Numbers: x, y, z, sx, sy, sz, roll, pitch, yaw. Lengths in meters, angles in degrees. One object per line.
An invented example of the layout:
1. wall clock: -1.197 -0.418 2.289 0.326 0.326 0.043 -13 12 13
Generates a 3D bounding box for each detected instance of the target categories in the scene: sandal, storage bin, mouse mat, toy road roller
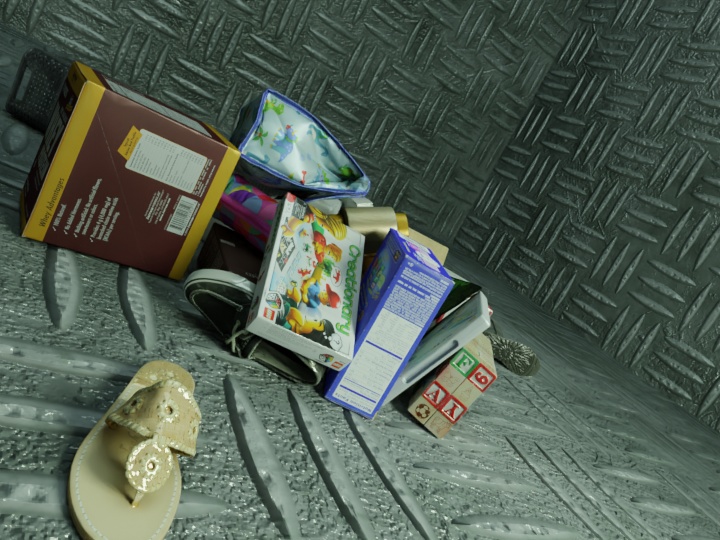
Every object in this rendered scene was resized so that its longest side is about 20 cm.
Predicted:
1. sandal: -0.155 0.106 0.420 0.077 0.070 0.212 25 12 -16
2. storage bin: -0.601 -0.354 1.136 0.093 0.136 0.200 28 11 -3
3. mouse mat: 0.085 0.063 0.913 0.008 0.198 0.161 65 -14 -16
4. toy road roller: 0.000 0.000 0.884 0.121 0.148 0.200 -3 -21 -16

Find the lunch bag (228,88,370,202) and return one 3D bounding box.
1. lunch bag: -0.098 -0.167 0.849 0.198 0.129 0.170 24 0 -25

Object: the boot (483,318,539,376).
1. boot: 0.348 0.180 1.380 0.180 0.073 0.200 32 5 5

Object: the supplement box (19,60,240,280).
1. supplement box: -0.302 -0.124 0.726 0.198 0.199 0.133 20 14 -39

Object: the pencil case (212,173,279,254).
1. pencil case: -0.139 -0.069 0.822 0.199 0.089 0.088 32 12 30

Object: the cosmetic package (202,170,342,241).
1. cosmetic package: -0.160 -0.097 1.040 0.198 0.167 0.165 28 12 -1

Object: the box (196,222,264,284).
1. box: -0.172 0.008 0.801 0.099 0.076 0.200 23 15 -28

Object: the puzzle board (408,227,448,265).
1. puzzle board: 0.070 0.023 1.027 0.149 0.203 0.017 24 -6 -26

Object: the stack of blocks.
1. stack of blocks: 0.136 0.149 0.815 0.058 0.116 0.200 40 12 5

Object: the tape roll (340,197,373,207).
1. tape roll: -0.011 -0.045 1.102 0.036 0.206 0.203 -3 24 -21

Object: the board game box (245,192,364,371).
1. board game box: -0.060 0.009 0.682 0.125 0.035 0.202 28 45 -24

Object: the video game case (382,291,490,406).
1. video game case: 0.108 0.105 0.804 0.022 0.182 0.200 51 13 3

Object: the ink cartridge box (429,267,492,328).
1. ink cartridge box: 0.166 0.090 1.090 0.083 0.146 0.200 28 12 -9

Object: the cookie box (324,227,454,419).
1. cookie box: 0.029 0.062 0.732 0.075 0.202 0.171 28 12 -10

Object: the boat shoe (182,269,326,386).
1. boat shoe: -0.125 0.068 0.656 0.198 0.071 0.064 29 35 -4
